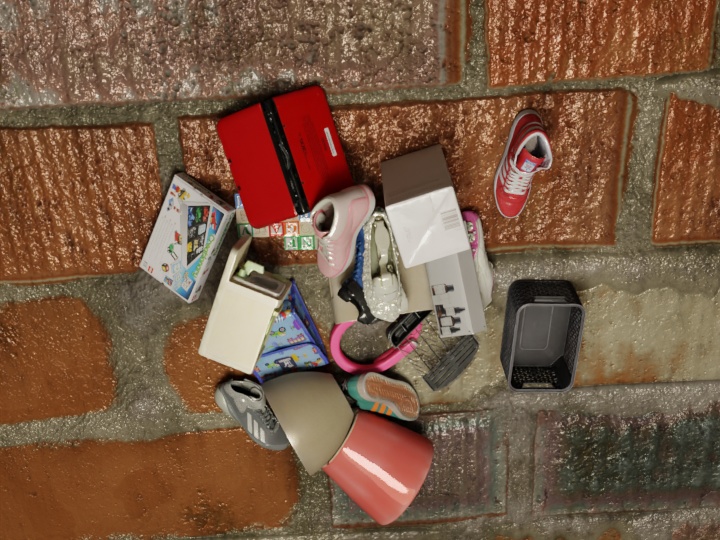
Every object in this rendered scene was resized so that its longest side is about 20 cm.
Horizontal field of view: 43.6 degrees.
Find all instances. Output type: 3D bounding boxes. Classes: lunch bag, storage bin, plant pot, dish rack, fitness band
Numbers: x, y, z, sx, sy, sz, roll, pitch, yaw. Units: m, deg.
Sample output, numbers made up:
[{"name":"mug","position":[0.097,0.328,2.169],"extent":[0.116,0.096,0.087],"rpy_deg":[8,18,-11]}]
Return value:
[{"name":"lunch bag","position":[-0.160,0.139,1.766],"extent":[0.148,0.095,0.202],"rpy_deg":[-19,130,9]},{"name":"storage bin","position":[0.354,0.129,1.767],"extent":[0.132,0.094,0.203],"rpy_deg":[1,117,-3]},{"name":"plant pot","position":[-0.091,0.279,1.768],"extent":[0.133,0.200,0.203],"rpy_deg":[-29,117,-8]},{"name":"dish rack","position":[0.150,0.138,1.757],"extent":[0.153,0.054,0.201],"rpy_deg":[-43,115,-8]},{"name":"plant pot","position":[0.024,0.388,1.845],"extent":[0.176,0.201,0.201],"rpy_deg":[34,112,-10]},{"name":"fitness band","position":[0.031,0.125,1.783],"extent":[0.199,0.038,0.144],"rpy_deg":[-38,113,15]}]

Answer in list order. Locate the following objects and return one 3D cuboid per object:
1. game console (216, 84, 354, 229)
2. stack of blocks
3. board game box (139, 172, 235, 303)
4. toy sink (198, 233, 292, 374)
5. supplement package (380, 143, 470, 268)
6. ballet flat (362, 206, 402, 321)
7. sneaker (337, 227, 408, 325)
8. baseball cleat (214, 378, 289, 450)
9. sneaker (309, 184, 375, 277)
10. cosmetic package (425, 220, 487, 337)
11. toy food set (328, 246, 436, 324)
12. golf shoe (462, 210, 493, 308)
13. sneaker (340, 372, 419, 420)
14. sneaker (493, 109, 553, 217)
[{"name":"game console","position":[-0.129,-0.197,1.574],"extent":[0.170,0.118,0.203],"rpy_deg":[-23,99,-30]},{"name":"stack of blocks","position":[-0.125,-0.102,1.643],"extent":[0.196,0.059,0.117],"rpy_deg":[-2,118,-1]},{"name":"board game box","position":[-0.317,-0.058,1.641],"extent":[0.125,0.035,0.202],"rpy_deg":[34,115,13]},{"name":"toy sink","position":[-0.193,0.057,1.592],"extent":[0.110,0.131,0.203],"rpy_deg":[20,104,-1]},{"name":"supplement package","position":[0.109,-0.116,1.565],"extent":[0.118,0.201,0.123],"rpy_deg":[-17,118,7]},{"name":"ballet flat","position":[0.035,-0.010,1.562],"extent":[0.070,0.072,0.204],"rpy_deg":[-7,89,2]},{"name":"sneaker","position":[0.000,0.000,1.628],"extent":[0.110,0.077,0.203],"rpy_deg":[-23,90,-8]},{"name":"baseball cleat","position":[-0.206,0.294,1.831],"extent":[0.199,0.070,0.106],"rpy_deg":[38,136,-20]},{"name":"sneaker","position":[-0.055,-0.061,1.555],"extent":[0.104,0.076,0.202],"rpy_deg":[-18,147,-41]},{"name":"cosmetic package","position":[0.169,0.017,1.657],"extent":[0.082,0.050,0.204],"rpy_deg":[-11,91,42]},{"name":"toy food set","position":[0.036,0.015,1.694],"extent":[0.196,0.060,0.146],"rpy_deg":[-9,85,4]},{"name":"golf shoe","position":[0.213,-0.015,1.706],"extent":[0.091,0.075,0.204],"rpy_deg":[-13,109,-45]},{"name":"sneaker","position":[0.041,0.253,1.827],"extent":[0.079,0.073,0.199],"rpy_deg":[-8,150,41]},{"name":"sneaker","position":[0.286,-0.171,1.593],"extent":[0.070,0.113,0.203],"rpy_deg":[5,118,-5]}]
